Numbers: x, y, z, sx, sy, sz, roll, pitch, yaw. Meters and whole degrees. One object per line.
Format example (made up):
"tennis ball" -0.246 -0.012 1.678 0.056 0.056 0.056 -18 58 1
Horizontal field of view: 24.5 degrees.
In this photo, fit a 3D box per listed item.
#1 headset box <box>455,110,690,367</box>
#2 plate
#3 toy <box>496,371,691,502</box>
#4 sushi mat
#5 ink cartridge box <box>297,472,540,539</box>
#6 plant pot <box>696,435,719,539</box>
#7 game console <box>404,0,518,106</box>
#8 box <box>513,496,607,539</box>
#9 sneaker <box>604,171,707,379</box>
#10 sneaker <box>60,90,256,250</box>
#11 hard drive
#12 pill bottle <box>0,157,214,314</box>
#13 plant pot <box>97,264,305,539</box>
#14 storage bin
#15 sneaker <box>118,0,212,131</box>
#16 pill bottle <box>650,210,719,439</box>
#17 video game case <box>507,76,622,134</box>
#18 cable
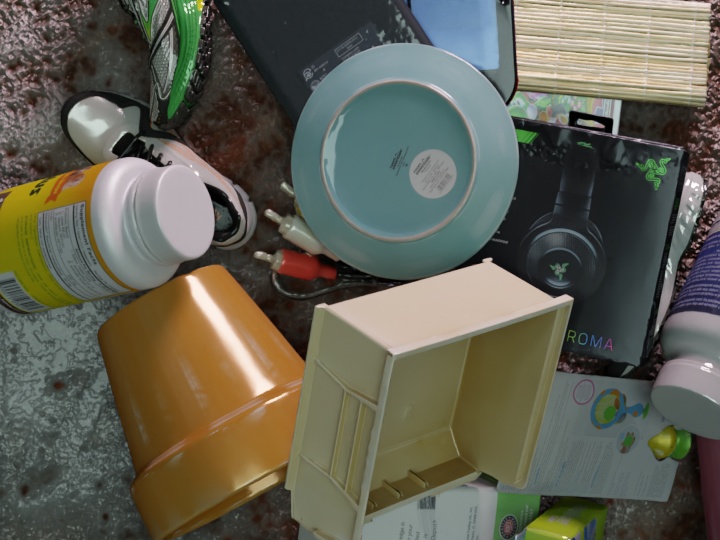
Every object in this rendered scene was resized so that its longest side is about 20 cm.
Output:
"headset box" 0.181 -0.035 1.423 0.173 0.093 0.201 13 95 13
"plate" 0.034 -0.092 1.396 0.199 0.026 0.202 0 91 14
"toy" 0.208 0.143 1.481 0.199 0.047 0.116 9 104 -29
"sushi mat" 0.219 -0.201 1.484 0.199 0.012 0.096 4 81 -6
"ink cartridge box" 0.047 0.251 1.456 0.199 0.084 0.146 5 95 -25
"plant pot" 0.386 0.213 1.470 0.199 0.200 0.180 -16 81 -4
"game console" 0.047 -0.230 1.448 0.176 0.031 0.201 -3 93 4
"box" 0.168 0.273 1.440 0.047 0.200 0.123 10 95 18
"sneaker" 0.251 0.003 1.493 0.079 0.074 0.201 16 91 8
"sneaker" -0.173 -0.090 1.434 0.199 0.080 0.074 34 93 -6
"hard drive" -0.018 -0.191 1.434 0.139 0.033 0.201 -33 89 11
"pill bottle" -0.222 -0.031 1.376 0.199 0.109 0.110 -11 98 31
"plant pot" -0.128 0.104 1.411 0.199 0.200 0.184 -29 82 -2
"storage bin" 0.051 0.110 1.317 0.199 0.094 0.200 -15 126 -41
"sneaker" -0.171 -0.221 1.430 0.085 0.078 0.201 0 87 1
"pill bottle" 0.329 0.042 1.443 0.111 0.111 0.201 34 67 -8
"video game case" 0.130 -0.103 1.491 0.199 0.018 0.144 6 95 -6
"cable" 0.000 0.000 1.472 0.199 0.050 0.098 22 90 -7
